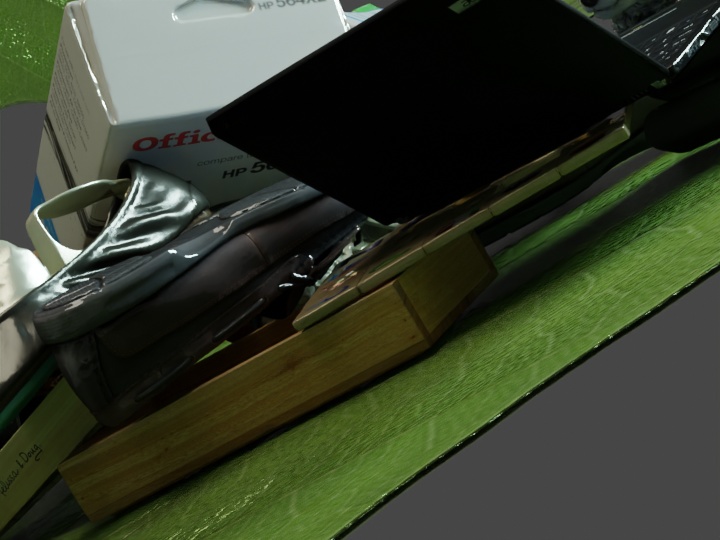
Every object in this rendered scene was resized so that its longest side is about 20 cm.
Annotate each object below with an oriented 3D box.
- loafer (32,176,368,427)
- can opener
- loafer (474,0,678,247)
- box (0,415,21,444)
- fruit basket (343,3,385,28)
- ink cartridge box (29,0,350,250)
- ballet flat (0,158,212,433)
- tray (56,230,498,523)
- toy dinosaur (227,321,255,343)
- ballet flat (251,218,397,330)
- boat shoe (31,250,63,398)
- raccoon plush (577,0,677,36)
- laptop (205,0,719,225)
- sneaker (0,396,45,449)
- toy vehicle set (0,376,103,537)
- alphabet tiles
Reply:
[{"bbox_3d":[-0.061,0.007,1.115,0.199,0.063,0.072,-28,10,-35],"label":"loafer"},{"bbox_3d":[0.206,-0.101,1.073,0.066,0.053,0.199,9,-22,-38],"label":"can opener"},{"bbox_3d":[0.110,-0.075,1.231,0.199,0.063,0.072,-31,4,10],"label":"loafer"},{"bbox_3d":[-0.310,0.073,1.244,0.199,0.050,0.198,-20,22,-34],"label":"box"},{"bbox_3d":[0.062,-0.114,1.392,0.199,0.094,0.185,-15,19,-21],"label":"fruit basket"},{"bbox_3d":[-0.092,-0.066,1.300,0.145,0.085,0.200,-11,-27,-19],"label":"ink cartridge box"},{"bbox_3d":[-0.146,0.008,1.149,0.068,0.068,0.200,-48,-1,42],"label":"ballet flat"},{"bbox_3d":[-0.038,0.047,1.104,0.199,0.037,0.099,-30,6,28],"label":"tray"},{"bbox_3d":[-0.019,-0.027,1.435,0.199,0.105,0.182,-15,32,34],"label":"toy dinosaur"},{"bbox_3d":[0.000,0.000,1.252,0.071,0.072,0.200,-29,8,22],"label":"ballet flat"},{"bbox_3d":[-0.187,0.042,1.307,0.070,0.070,0.200,-46,9,-26],"label":"boat shoe"},{"bbox_3d":[0.174,-0.167,1.319,0.096,0.134,0.200,-30,6,28],"label":"raccoon plush"},{"bbox_3d":[0.060,-0.103,1.084,0.177,0.104,0.200,-26,14,39],"label":"laptop"},{"bbox_3d":[-0.228,0.104,1.449,0.199,0.071,0.099,-26,1,11],"label":"sneaker"},{"bbox_3d":[-0.136,0.067,1.202,0.200,0.027,0.124,-46,0,43],"label":"toy vehicle set"},{"bbox_3d":[0.054,-0.035,1.109,0.167,0.008,0.200,-31,5,12],"label":"alphabet tiles"}]
